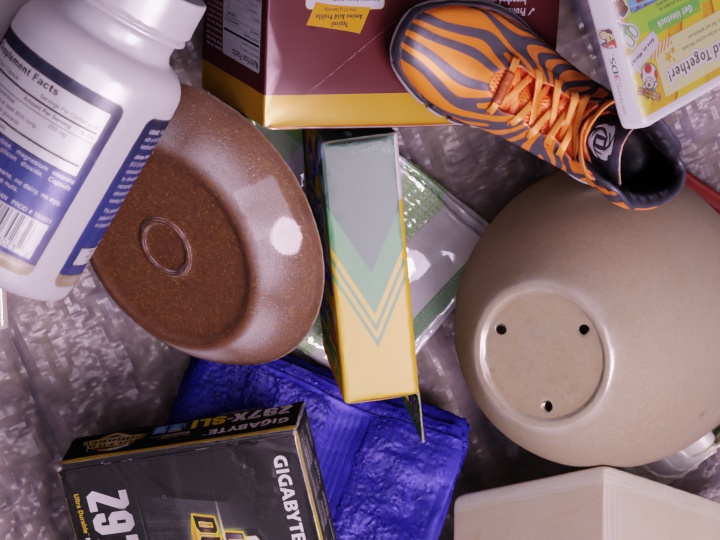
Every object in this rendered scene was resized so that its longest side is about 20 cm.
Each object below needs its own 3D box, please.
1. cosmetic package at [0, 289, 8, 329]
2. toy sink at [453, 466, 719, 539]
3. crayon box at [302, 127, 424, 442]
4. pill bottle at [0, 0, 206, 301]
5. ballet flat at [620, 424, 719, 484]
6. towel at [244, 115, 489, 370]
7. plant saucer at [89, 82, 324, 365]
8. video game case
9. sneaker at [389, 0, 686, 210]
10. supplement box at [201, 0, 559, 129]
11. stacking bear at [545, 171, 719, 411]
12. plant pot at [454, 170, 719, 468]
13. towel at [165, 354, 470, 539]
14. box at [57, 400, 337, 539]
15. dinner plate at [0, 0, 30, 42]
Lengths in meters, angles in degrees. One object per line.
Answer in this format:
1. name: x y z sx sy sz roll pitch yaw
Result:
1. cosmetic package: -0.280 -0.064 1.441 0.104 0.071 0.202 -2 105 -12
2. toy sink: 0.174 0.214 1.522 0.199 0.130 0.113 21 63 -44
3. crayon box: 0.000 0.000 1.458 0.051 0.126 0.202 -8 105 -6
4. pill bottle: -0.176 -0.092 1.355 0.111 0.111 0.201 29 101 -17
5. ballet flat: 0.248 0.092 1.591 0.200 0.072 0.072 -39 108 2
6. towel: -0.018 -0.022 1.526 0.200 0.031 0.149 39 94 -18
7. plant saucer: -0.114 -0.021 1.434 0.037 0.199 0.202 -37 115 -44
8. video game case: 0.194 -0.202 1.330 0.199 0.023 0.183 -29 108 -41
9. sneaker: 0.117 -0.099 1.347 0.199 0.112 0.078 22 96 -26
10. supplement box: 0.014 -0.200 1.414 0.196 0.133 0.202 -3 106 -21
11. stacking bear: 0.195 0.040 1.546 0.121 0.114 0.201 31 104 -9
12. plant pot: 0.138 0.041 1.439 0.199 0.134 0.202 6 103 26
13. towel: -0.037 0.131 1.508 0.199 0.050 0.149 21 71 -2
14. box: -0.093 0.194 1.462 0.158 0.049 0.201 -8 109 11
15. dinner plate: -0.215 -0.194 1.384 0.199 0.024 0.202 -8 101 -47
